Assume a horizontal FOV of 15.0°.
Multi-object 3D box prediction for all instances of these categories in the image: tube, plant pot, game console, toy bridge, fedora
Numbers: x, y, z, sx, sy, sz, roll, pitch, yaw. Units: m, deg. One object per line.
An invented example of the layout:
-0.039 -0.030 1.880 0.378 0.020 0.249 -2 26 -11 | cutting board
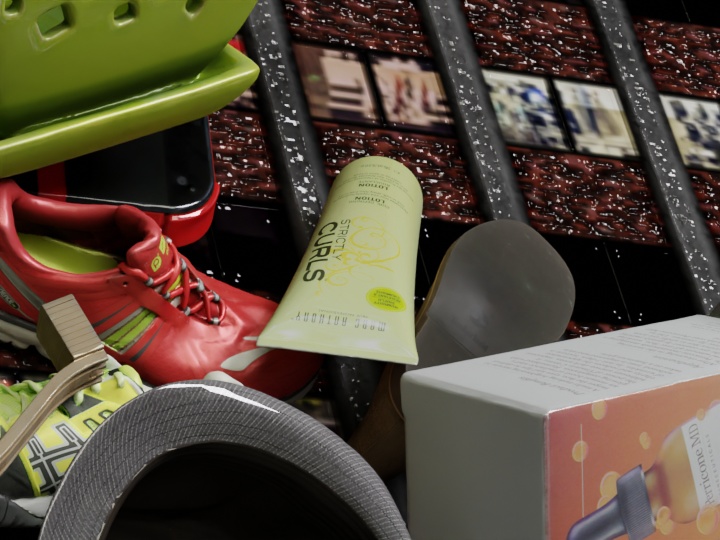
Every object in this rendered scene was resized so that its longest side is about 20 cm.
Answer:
0.000 0.000 1.366 0.052 0.058 0.200 52 20 -15 | tube
-0.158 -0.163 1.311 0.200 0.182 0.199 -20 41 -36 | plant pot
-0.164 -0.101 1.427 0.176 0.031 0.201 7 48 -19 | game console
-0.194 0.072 1.150 0.199 0.027 0.067 -21 63 -29 | toy bridge
-0.068 0.147 1.191 0.200 0.090 0.177 30 66 -22 | fedora

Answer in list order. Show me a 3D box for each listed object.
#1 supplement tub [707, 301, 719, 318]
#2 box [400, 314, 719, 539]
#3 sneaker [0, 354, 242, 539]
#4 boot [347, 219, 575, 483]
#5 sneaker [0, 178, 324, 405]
0.246 0.045 1.413 0.131 0.200 0.132 17 45 -17 | supplement tub
0.128 0.115 1.296 0.199 0.153 0.106 -10 14 -37 | box
-0.140 0.072 1.232 0.199 0.077 0.075 6 18 -34 | sneaker
0.048 0.039 1.391 0.074 0.075 0.200 44 37 -1 | boot
-0.104 0.013 1.315 0.199 0.085 0.077 18 46 -16 | sneaker
